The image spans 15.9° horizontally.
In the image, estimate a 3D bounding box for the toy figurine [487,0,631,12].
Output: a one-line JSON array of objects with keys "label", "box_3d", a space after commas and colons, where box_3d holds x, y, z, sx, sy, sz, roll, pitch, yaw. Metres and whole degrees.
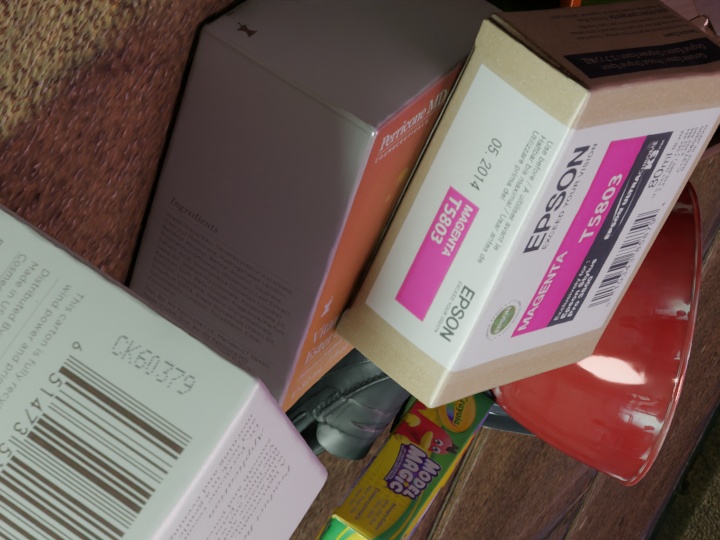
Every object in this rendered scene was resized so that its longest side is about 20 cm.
[{"label": "toy figurine", "box_3d": [0.115, -0.239, 1.421, 0.200, 0.149, 0.185, -57, 161, -54]}]

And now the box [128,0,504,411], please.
[{"label": "box", "box_3d": [-0.024, -0.052, 1.353, 0.152, 0.106, 0.201, -41, 158, -48]}]

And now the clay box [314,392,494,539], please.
[{"label": "clay box", "box_3d": [0.007, 0.157, 1.587, 0.115, 0.047, 0.200, -60, 175, 39]}]

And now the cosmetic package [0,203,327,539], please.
[{"label": "cosmetic package", "box_3d": [-0.136, 0.096, 1.172, 0.165, 0.165, 0.200, -55, 164, -10]}]

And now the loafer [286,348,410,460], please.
[{"label": "loafer", "box_3d": [-0.004, 0.079, 1.566, 0.068, 0.071, 0.200, 2, 160, -45]}]

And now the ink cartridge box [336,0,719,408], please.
[{"label": "ink cartridge box", "box_3d": [0.096, -0.038, 1.350, 0.164, 0.075, 0.201, -15, 138, -52]}]

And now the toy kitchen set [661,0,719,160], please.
[{"label": "toy kitchen set", "box_3d": [0.227, -0.144, 1.601, 0.163, 0.181, 0.200, -26, -159, 4]}]

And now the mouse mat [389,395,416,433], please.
[{"label": "mouse mat", "box_3d": [0.075, 0.011, 1.701, 0.161, 0.008, 0.200, -66, 171, 24]}]

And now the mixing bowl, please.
[{"label": "mixing bowl", "box_3d": [0.137, 0.029, 1.646, 0.200, 0.108, 0.201, -169, -90, -83]}]

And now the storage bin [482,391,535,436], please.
[{"label": "storage bin", "box_3d": [0.132, 0.011, 1.908, 0.200, 0.145, 0.135, -85, -176, -60]}]
